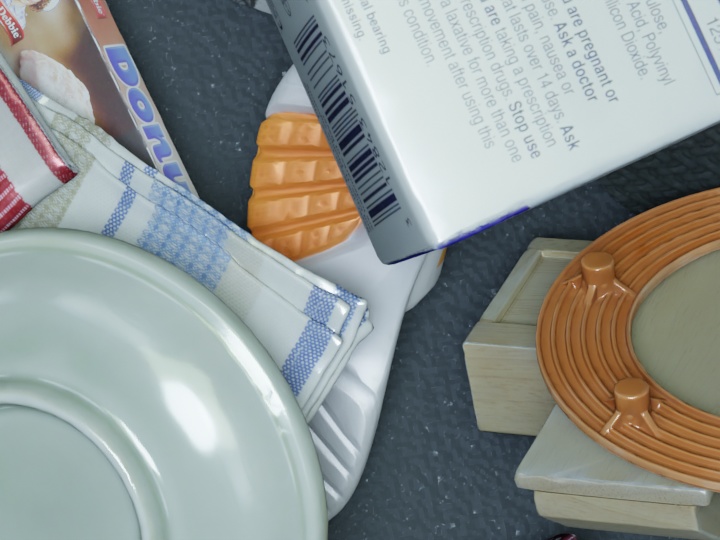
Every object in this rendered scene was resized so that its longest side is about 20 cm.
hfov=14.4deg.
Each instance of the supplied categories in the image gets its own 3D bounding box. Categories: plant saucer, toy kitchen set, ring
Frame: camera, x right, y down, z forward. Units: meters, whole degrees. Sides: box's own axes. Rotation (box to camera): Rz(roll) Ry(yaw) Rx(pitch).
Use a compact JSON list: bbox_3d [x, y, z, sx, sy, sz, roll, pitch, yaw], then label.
[{"bbox_3d":[-0.111,0.085,1.050,0.200,0.050,0.200,8,110,24],"label":"plant saucer"},{"bbox_3d":[0.141,0.105,1.070,0.200,0.163,0.181,4,123,25],"label":"toy kitchen set"},{"bbox_3d":[0.162,0.015,1.019,0.200,0.200,0.019,-11,124,-5],"label":"ring"}]

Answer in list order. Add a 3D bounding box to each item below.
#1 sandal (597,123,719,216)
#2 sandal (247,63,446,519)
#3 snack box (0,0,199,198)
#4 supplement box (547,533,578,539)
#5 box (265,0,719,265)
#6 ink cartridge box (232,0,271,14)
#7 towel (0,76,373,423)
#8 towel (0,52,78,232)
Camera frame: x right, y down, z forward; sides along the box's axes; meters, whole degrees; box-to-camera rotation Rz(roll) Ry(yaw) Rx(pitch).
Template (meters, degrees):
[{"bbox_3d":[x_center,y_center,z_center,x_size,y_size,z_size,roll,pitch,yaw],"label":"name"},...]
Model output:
[{"bbox_3d":[0.180,-0.039,1.139,0.200,0.075,0.048,15,50,-11],"label":"sandal"},{"bbox_3d":[-0.008,-0.002,1.123,0.079,0.059,0.207,18,104,12],"label":"sandal"},{"bbox_3d":[-0.103,-0.029,1.115,0.072,0.024,0.200,-28,85,27],"label":"snack box"},{"bbox_3d":[0.080,0.214,1.099,0.109,0.061,0.200,-28,85,-6],"label":"supplement box"},{"bbox_3d":[0.068,-0.125,1.031,0.200,0.105,0.184,-24,89,-9],"label":"box"},{"bbox_3d":[-0.013,-0.176,1.125,0.200,0.083,0.147,18,83,-2],"label":"ink cartridge box"},{"bbox_3d":[-0.109,0.022,1.091,0.200,0.024,0.147,33,103,13],"label":"towel"},{"bbox_3d":[-0.225,-0.038,1.092,0.200,0.023,0.144,-35,87,14],"label":"towel"}]
